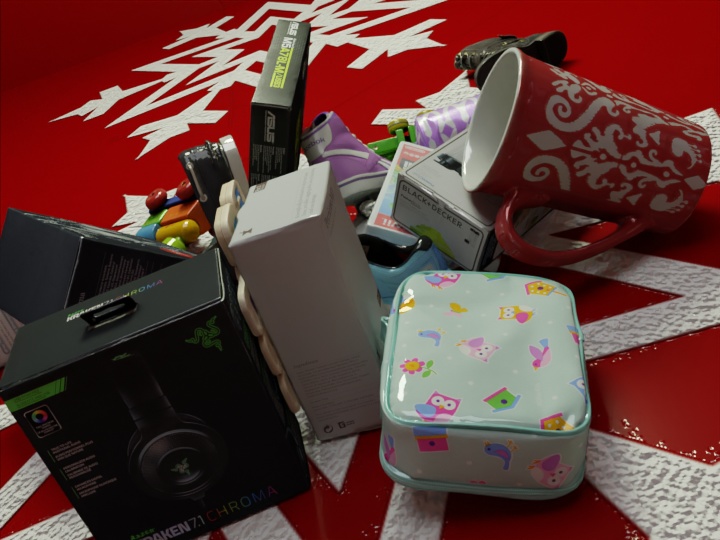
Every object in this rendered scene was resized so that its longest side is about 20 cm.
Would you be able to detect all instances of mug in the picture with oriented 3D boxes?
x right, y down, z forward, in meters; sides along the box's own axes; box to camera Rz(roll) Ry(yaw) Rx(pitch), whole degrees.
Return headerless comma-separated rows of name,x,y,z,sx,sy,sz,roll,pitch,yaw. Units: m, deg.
mug,0.204,-0.092,0.766,0.197,0.180,0.134,14,10,-10

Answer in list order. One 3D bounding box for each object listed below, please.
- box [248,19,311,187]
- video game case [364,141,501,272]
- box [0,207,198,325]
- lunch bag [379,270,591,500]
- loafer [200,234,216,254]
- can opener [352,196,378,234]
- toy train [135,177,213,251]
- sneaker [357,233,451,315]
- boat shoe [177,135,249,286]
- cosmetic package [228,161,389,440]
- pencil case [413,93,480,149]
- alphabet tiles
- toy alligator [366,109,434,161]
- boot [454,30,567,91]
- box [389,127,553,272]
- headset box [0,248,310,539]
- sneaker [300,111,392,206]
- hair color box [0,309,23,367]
box,-0.091,-0.144,0.905,0.047,0.202,0.194,6,39,-4
video game case,0.093,-0.077,0.905,0.141,0.018,0.201,16,37,4
box,-0.262,0.015,0.857,0.181,0.106,0.199,12,2,-44
lunch bag,0.089,0.078,0.620,0.158,0.078,0.201,0,31,9
loafer,-0.149,-0.041,0.995,0.200,0.071,0.068,-35,-1,-27
can opener,-0.031,-0.017,0.914,0.199,0.067,0.053,-34,33,-7
toy train,-0.219,-0.054,1.046,0.198,0.085,0.116,-11,40,40
sneaker,0.000,0.000,0.822,0.197,0.091,0.079,-8,31,26
boat shoe,-0.127,-0.029,0.811,0.060,0.203,0.074,-17,17,-9
cosmetic package,-0.031,0.026,0.683,0.080,0.202,0.113,-15,29,10
pencil case,0.163,-0.183,1.030,0.197,0.087,0.084,-20,4,5
alphabet tiles,-0.080,0.025,0.718,0.014,0.202,0.196,-19,29,6
toy alligator,0.053,-0.170,1.121,0.197,0.060,0.054,-16,-13,11
boot,0.208,-0.325,1.277,0.198,0.070,0.173,-28,26,-28
box,0.136,-0.091,0.852,0.116,0.061,0.199,34,48,22
headset box,-0.154,0.102,0.636,0.172,0.202,0.093,-21,28,-3
sneaker,-0.006,-0.139,0.975,0.072,0.115,0.200,-29,-6,21
hair color box,-0.388,0.040,0.996,0.197,0.100,0.061,-20,29,1
